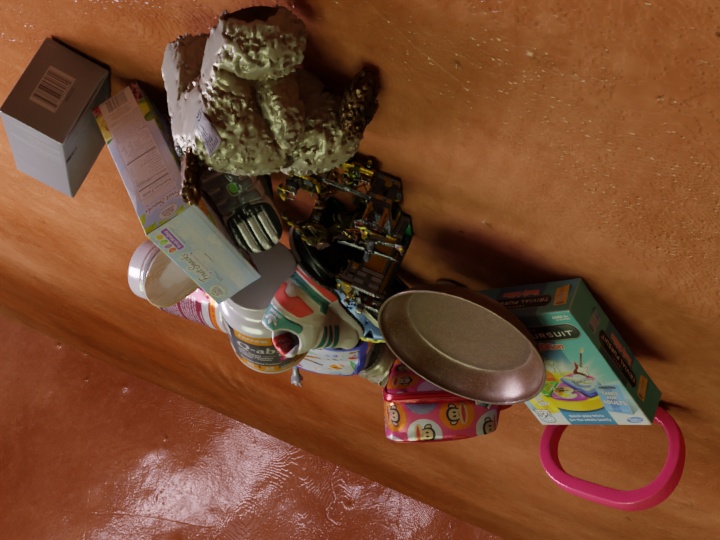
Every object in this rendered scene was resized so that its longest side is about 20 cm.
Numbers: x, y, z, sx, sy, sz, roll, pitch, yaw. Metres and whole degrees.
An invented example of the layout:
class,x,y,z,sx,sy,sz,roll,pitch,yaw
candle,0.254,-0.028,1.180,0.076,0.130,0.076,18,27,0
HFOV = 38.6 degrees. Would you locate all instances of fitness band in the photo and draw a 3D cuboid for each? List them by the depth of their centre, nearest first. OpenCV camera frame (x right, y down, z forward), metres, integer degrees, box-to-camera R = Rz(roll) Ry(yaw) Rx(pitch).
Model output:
class,x,y,z,sx,sy,sz,roll,pitch,yaw
fitness band,0.326,0.232,1.336,0.198,0.145,0.037,9,158,43

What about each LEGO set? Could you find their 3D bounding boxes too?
class,x,y,z,sx,sy,sz,roll,pitch,yaw
LEGO set,-0.023,-0.034,1.111,0.152,0.117,0.200,24,162,6

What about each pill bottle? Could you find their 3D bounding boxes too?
class,x,y,z,sx,sy,sz,roll,pitch,yaw
pill bottle,-0.118,0.045,1.289,0.115,0.117,0.201,22,158,10
pill bottle,-0.258,0.020,1.604,0.198,0.115,0.114,16,160,28

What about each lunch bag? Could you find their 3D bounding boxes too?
class,x,y,z,sx,sy,sz,roll,pitch,yaw
lunch bag,0.123,0.162,1.358,0.173,0.083,0.200,-4,-168,9
lunch bag,-0.076,0.071,1.484,0.199,0.125,0.170,31,162,9

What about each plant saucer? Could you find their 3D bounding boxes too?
class,x,y,z,sx,sy,sz,roll,pitch,yaw
plant saucer,0.116,0.075,1.136,0.198,0.037,0.201,22,148,14

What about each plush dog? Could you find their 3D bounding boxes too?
class,x,y,z,sx,sy,sz,roll,pitch,yaw
plush dog,-0.075,-0.131,0.910,0.170,0.163,0.199,5,176,-30

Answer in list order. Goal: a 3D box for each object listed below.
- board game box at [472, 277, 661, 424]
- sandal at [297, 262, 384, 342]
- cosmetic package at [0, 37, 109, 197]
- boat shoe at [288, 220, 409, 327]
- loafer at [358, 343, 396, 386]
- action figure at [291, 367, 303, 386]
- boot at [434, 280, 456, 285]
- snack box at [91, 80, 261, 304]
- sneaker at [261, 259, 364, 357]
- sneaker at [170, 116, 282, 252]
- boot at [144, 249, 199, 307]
class,x,y,z,sx,sy,sz,roll,pitch,yaw
board game box,0.225,0.098,1.161,0.150,0.047,0.200,-9,133,44
sandal,-0.018,0.031,1.367,0.198,0.080,0.087,24,159,2
cosmetic package,-0.352,-0.173,1.203,0.089,0.108,0.200,27,164,-3
boat shoe,-0.001,0.002,1.265,0.199,0.075,0.066,45,143,-21
loafer,0.042,0.145,1.618,0.068,0.076,0.200,24,172,0
action figure,-0.086,0.100,1.677,0.198,0.133,0.151,-10,100,42
boot,0.094,0.088,1.333,0.073,0.096,0.200,23,162,9
snack box,-0.204,-0.085,1.143,0.201,0.067,0.169,58,-178,34
sneaker,-0.061,0.062,1.201,0.070,0.093,0.200,43,174,23
sneaker,-0.146,-0.124,1.114,0.116,0.074,0.202,-102,-9,-63
boot,-0.193,-0.007,1.288,0.070,0.202,0.144,30,154,10
